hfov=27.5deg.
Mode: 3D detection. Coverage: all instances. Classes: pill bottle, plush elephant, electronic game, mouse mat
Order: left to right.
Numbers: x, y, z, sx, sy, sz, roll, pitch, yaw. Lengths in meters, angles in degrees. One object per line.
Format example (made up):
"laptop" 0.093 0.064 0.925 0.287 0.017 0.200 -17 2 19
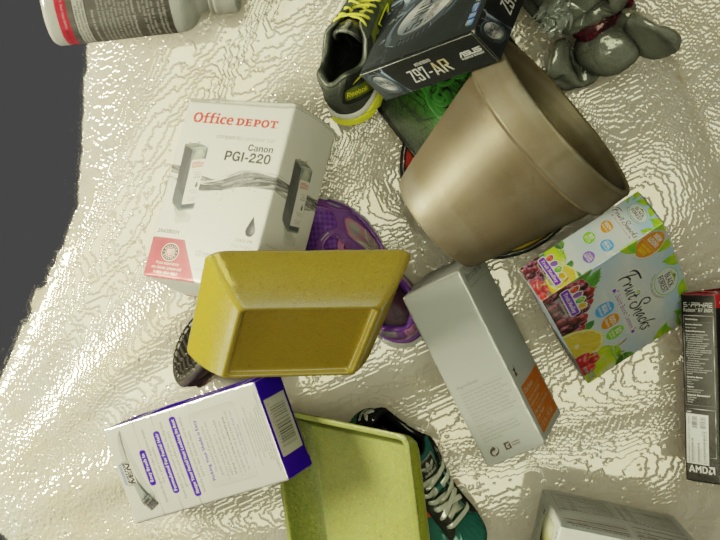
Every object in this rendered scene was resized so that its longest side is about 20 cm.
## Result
"pill bottle" -0.230 -0.302 1.550 0.199 0.111 0.111 -6 92 2
"mouse mat" 0.102 -0.192 1.565 0.161 0.008 0.200 -38 81 2
"electronic game" 0.142 -0.112 1.579 0.199 0.042 0.201 0 93 2
"plush elephant" 0.247 -0.272 1.522 0.164 0.155 0.200 -8 48 36

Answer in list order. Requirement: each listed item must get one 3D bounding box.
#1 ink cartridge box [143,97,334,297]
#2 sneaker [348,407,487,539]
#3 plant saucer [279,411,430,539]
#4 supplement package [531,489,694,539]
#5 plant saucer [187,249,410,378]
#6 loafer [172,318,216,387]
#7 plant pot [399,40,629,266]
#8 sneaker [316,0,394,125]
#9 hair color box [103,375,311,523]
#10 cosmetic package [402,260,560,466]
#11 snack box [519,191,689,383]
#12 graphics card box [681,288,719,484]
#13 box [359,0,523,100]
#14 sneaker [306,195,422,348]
"ink cartridge box" -0.124 -0.071 1.523 0.145 0.085 0.200 7 77 33
"sneaker" 0.064 0.226 1.565 0.200 0.080 0.071 44 59 0
"plant saucer" 0.001 0.243 1.541 0.199 0.048 0.201 6 110 43
"supplement package" 0.252 0.328 1.512 0.150 0.200 0.152 12 92 1
"plant saucer" -0.062 0.052 1.460 0.199 0.200 0.049 -1 58 -14
"loafer" -0.120 0.060 1.577 0.200 0.073 0.071 -43 129 15
"plant pot" 0.140 -0.100 1.471 0.173 0.200 0.200 -41 90 18
"sneaker" 0.007 -0.253 1.535 0.074 0.085 0.200 8 74 19
"hair color box" -0.162 0.187 1.557 0.200 0.065 0.110 -19 91 24
"cosmetic package" 0.129 0.091 1.545 0.071 0.101 0.200 -26 95 21
"snack box" 0.257 0.022 1.507 0.142 0.200 0.053 -34 55 2
"graphics card box" 0.395 0.117 1.543 0.125 0.051 0.201 -5 92 -38
"box" 0.099 -0.275 1.479 0.044 0.160 0.200 41 57 -29
"sneaker" 0.000 0.000 1.565 0.080 0.088 0.200 -43 89 4
